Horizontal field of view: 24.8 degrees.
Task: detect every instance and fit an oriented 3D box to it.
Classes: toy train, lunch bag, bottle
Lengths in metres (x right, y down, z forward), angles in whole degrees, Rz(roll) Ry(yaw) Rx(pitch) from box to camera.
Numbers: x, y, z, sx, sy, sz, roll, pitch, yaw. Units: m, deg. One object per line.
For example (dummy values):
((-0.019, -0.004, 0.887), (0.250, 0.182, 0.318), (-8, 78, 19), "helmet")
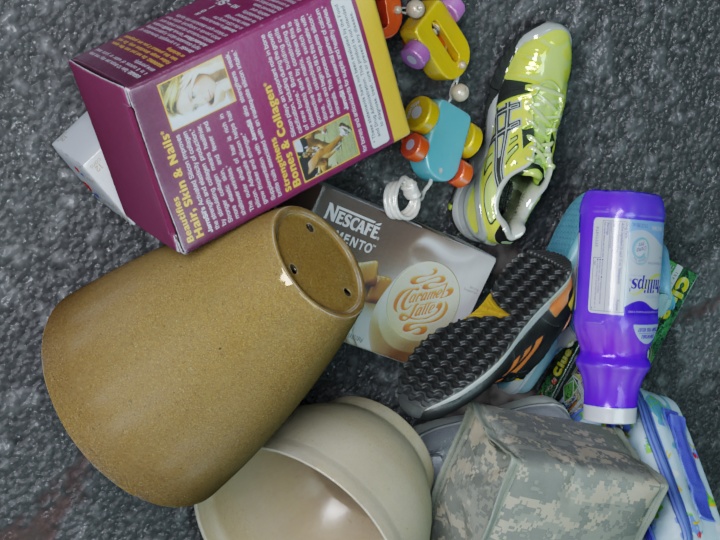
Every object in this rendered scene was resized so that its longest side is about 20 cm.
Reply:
((0.027, -0.148, 1.317), (0.150, 0.055, 0.201), (-26, 112, -38), "toy train")
((0.142, 0.229, 1.397), (0.163, 0.118, 0.201), (11, 110, -25), "lunch bag")
((0.242, 0.213, 1.497), (0.082, 0.201, 0.161), (20, 133, -37), "lunch bag")
((0.222, 0.031, 1.421), (0.083, 0.065, 0.201), (3, 91, -54), "bottle")

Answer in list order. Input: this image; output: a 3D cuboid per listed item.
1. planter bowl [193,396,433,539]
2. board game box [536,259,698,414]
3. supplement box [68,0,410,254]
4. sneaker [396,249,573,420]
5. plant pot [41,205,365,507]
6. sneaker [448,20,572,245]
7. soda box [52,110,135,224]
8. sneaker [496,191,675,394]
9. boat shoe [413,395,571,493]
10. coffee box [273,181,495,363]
((-0.020, 0.190, 1.369), (0.135, 0.199, 0.201), (-45, 132, -45), "planter bowl")
((0.244, 0.073, 1.584), (0.104, 0.023, 0.201), (25, 95, -35), "board game box")
((-0.082, -0.122, 1.159), (0.199, 0.103, 0.131), (-28, 121, -22), "supplement box")
((0.114, 0.073, 1.374), (0.200, 0.070, 0.090), (-43, 137, -26), "sneaker")
((-0.099, 0.043, 1.191), (0.186, 0.187, 0.200), (26, 130, -38), "plant pot")
((0.146, -0.114, 1.410), (0.075, 0.076, 0.201), (11, 101, -34), "sneaker")
((-0.130, -0.132, 1.228), (0.200, 0.064, 0.068), (-46, 127, -10), "soda box")
((0.215, 0.043, 1.500), (0.130, 0.080, 0.201), (28, 93, -20), "sneaker")
((0.104, 0.170, 1.479), (0.200, 0.072, 0.070), (-19, 111, -9), "boat shoe")
((0.000, 0.000, 1.356), (0.199, 0.080, 0.115), (22, 95, -38), "coffee box")
